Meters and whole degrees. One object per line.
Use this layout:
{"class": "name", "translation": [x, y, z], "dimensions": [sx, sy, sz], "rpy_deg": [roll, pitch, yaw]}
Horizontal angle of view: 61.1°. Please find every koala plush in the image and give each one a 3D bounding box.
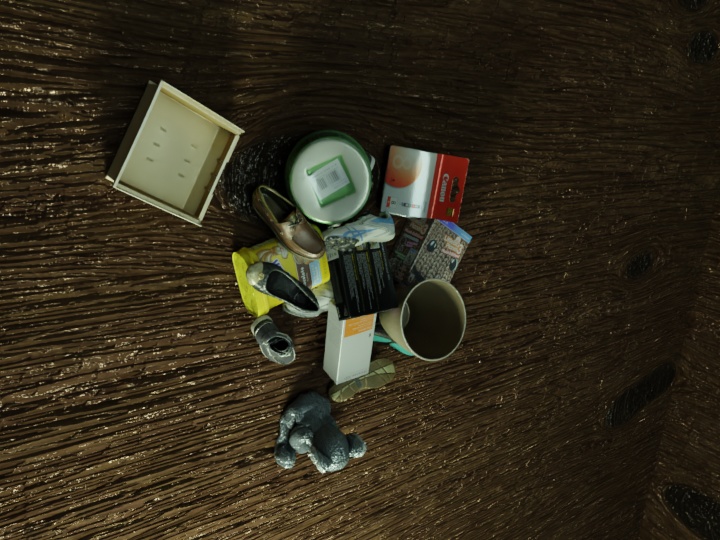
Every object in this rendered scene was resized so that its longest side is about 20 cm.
{"class": "koala plush", "translation": [-0.096, 0.418, 1.499], "dimensions": [0.174, 0.199, 0.189], "rpy_deg": [-5, 109, -35]}

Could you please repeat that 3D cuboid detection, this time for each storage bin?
{"class": "storage bin", "translation": [-0.344, -0.216, 1.153], "dimensions": [0.196, 0.093, 0.204], "rpy_deg": [25, 90, -40]}

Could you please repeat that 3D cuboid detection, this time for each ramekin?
{"class": "ramekin", "translation": [-0.067, -0.197, 1.316], "dimensions": [0.194, 0.098, 0.206], "rpy_deg": [-2, 104, -6]}

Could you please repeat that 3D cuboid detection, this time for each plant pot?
{"class": "plant pot", "translation": [0.131, 0.115, 1.509], "dimensions": [0.183, 0.199, 0.193], "rpy_deg": [0, 89, -26]}

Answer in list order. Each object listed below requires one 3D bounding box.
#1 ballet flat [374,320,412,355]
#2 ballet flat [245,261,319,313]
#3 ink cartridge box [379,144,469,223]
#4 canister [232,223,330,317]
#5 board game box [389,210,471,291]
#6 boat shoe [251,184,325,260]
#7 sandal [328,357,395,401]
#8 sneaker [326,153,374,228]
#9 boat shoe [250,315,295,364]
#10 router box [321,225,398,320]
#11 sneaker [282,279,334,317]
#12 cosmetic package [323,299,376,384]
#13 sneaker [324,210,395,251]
{"class": "ballet flat", "translation": [0.080, 0.170, 1.639], "dimensions": [0.197, 0.073, 0.075], "rpy_deg": [24, 91, -34]}
{"class": "ballet flat", "translation": [-0.160, 0.035, 1.295], "dimensions": [0.198, 0.056, 0.068], "rpy_deg": [30, 84, -42]}
{"class": "ink cartridge box", "translation": [0.154, -0.207, 1.491], "dimensions": [0.050, 0.195, 0.167], "rpy_deg": [-45, 145, -73]}
{"class": "canister", "translation": [-0.172, -0.006, 1.366], "dimensions": [0.197, 0.086, 0.152], "rpy_deg": [-26, 119, -30]}
{"class": "board game box", "translation": [0.177, -0.042, 1.611], "dimensions": [0.158, 0.096, 0.204], "rpy_deg": [27, 89, -40]}
{"class": "boat shoe", "translation": [-0.152, -0.099, 1.291], "dimensions": [0.199, 0.068, 0.072], "rpy_deg": [39, 68, -3]}
{"class": "sandal", "translation": [0.000, 0.282, 1.626], "dimensions": [0.196, 0.054, 0.082], "rpy_deg": [-22, 113, -13]}
{"class": "sneaker", "translation": [-0.050, -0.200, 1.405], "dimensions": [0.098, 0.070, 0.204], "rpy_deg": [32, 82, -36]}
{"class": "boat shoe", "translation": [-0.190, 0.177, 1.398], "dimensions": [0.072, 0.063, 0.201], "rpy_deg": [-37, 146, -9]}
{"class": "router box", "translation": [0.000, 0.000, 1.383], "dimensions": [0.147, 0.051, 0.206], "rpy_deg": [-7, 84, -39]}
{"class": "sneaker", "translation": [-0.106, 0.061, 1.459], "dimensions": [0.197, 0.073, 0.090], "rpy_deg": [-10, 104, -43]}
{"class": "cosmetic package", "translation": [-0.026, 0.163, 1.474], "dimensions": [0.099, 0.071, 0.205], "rpy_deg": [-14, 126, -31]}
{"class": "sneaker", "translation": [-0.005, -0.089, 1.322], "dimensions": [0.197, 0.071, 0.074], "rpy_deg": [-13, 82, -43]}
